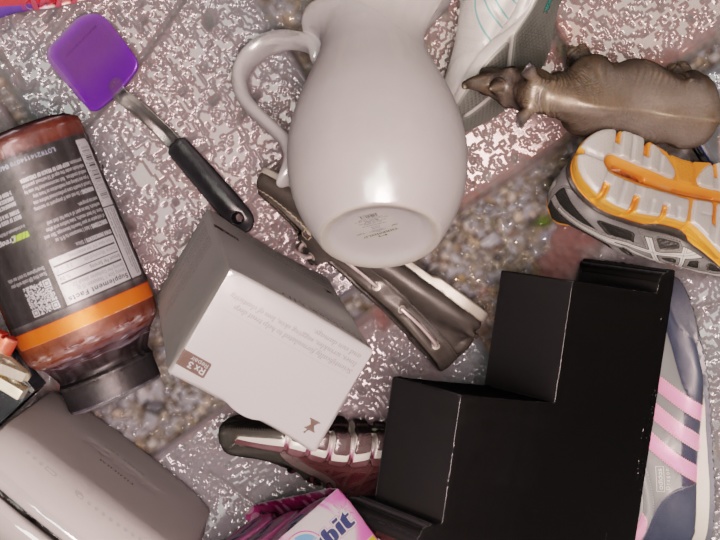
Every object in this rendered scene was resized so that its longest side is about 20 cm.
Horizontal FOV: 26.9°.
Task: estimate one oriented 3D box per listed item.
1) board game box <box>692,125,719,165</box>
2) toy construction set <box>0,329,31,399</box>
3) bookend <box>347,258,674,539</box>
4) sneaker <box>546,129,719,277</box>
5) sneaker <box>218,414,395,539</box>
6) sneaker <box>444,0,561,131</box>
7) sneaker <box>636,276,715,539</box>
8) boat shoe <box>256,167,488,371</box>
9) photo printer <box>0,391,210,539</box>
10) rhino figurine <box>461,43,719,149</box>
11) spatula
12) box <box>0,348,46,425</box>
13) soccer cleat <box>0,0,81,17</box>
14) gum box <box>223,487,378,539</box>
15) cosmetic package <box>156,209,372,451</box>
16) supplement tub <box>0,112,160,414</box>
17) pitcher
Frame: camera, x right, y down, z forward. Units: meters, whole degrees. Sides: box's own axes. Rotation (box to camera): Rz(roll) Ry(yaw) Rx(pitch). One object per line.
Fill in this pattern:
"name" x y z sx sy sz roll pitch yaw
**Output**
"board game box" 0.356 -0.100 1.097 0.199 0.035 0.136 -34 94 2
"toy construction set" -0.316 0.104 1.020 0.200 0.131 0.092 -46 113 -2
"bookend" 0.103 0.084 1.030 0.199 0.092 0.200 7 92 -36
"sneaker" 0.220 -0.036 1.053 0.199 0.077 0.079 25 61 -17
"sneaker" -0.009 0.169 1.099 0.198 0.076 0.117 6 97 -1
"sneaker" 0.103 -0.195 1.082 0.080 0.070 0.201 37 107 31
"sneaker" 0.210 0.106 1.094 0.081 0.070 0.202 -5 92 -2
"boat shoe" 0.000 0.000 1.090 0.199 0.067 0.057 34 89 -6
"photo printer" -0.188 0.163 1.035 0.166 0.200 0.070 38 93 -2
"rhino figurine" 0.162 -0.122 1.044 0.198 0.088 0.060 4 112 -20
"spatula" -0.148 -0.104 1.104 0.056 0.021 0.200 -42 95 15
"box" -0.360 0.093 1.108 0.200 0.044 0.160 -41 93 3
"soccer cleat" -0.197 -0.222 1.076 0.199 0.068 0.073 -32 98 0
"gum box" -0.037 0.221 1.045 0.066 0.200 0.114 -39 93 -23
"cosmetic package" -0.070 0.035 1.015 0.112 0.200 0.081 30 95 -17
"supplement tub" -0.212 -0.002 1.070 0.106 0.107 0.201 -21 94 2
"pitcher" -0.012 -0.101 1.034 0.170 0.121 0.201 -16 56 21
